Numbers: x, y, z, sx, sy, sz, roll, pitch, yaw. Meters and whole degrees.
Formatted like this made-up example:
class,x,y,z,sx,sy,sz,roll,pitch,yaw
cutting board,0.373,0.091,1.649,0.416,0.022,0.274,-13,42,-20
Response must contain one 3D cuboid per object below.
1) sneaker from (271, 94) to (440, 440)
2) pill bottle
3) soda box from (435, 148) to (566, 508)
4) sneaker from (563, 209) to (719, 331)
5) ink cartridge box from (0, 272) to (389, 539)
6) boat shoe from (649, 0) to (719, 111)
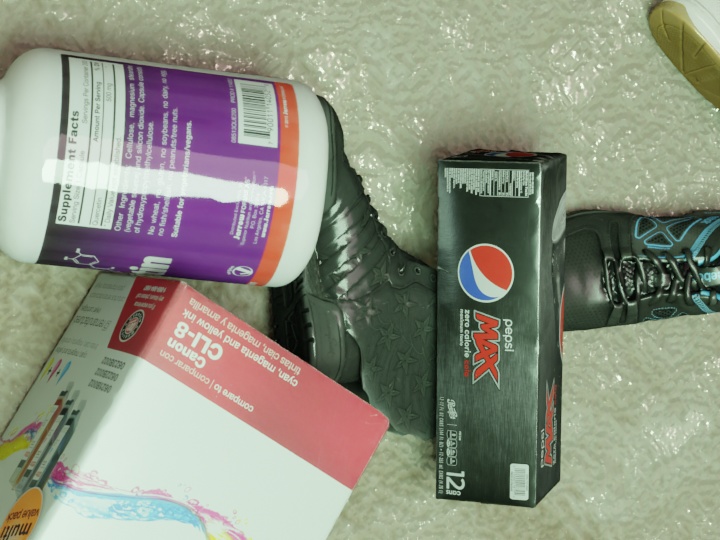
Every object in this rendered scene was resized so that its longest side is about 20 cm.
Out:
class,x,y,z,sx,sy,sz,roll,pitch,yaw
sneaker,0.002,0.000,1.081,0.103,0.060,0.202,-1,91,-33
pill bottle,-0.123,-0.055,0.979,0.198,0.112,0.114,6,90,-16
soda box,0.083,0.032,1.087,0.063,0.071,0.202,4,99,19
sneaker,0.183,-0.004,1.152,0.198,0.082,0.074,-11,100,-23
ink cartridge box,-0.112,0.124,0.981,0.144,0.145,0.201,34,77,-23
boat shoe,0.272,-0.113,1.195,0.069,0.071,0.200,-46,109,-15
